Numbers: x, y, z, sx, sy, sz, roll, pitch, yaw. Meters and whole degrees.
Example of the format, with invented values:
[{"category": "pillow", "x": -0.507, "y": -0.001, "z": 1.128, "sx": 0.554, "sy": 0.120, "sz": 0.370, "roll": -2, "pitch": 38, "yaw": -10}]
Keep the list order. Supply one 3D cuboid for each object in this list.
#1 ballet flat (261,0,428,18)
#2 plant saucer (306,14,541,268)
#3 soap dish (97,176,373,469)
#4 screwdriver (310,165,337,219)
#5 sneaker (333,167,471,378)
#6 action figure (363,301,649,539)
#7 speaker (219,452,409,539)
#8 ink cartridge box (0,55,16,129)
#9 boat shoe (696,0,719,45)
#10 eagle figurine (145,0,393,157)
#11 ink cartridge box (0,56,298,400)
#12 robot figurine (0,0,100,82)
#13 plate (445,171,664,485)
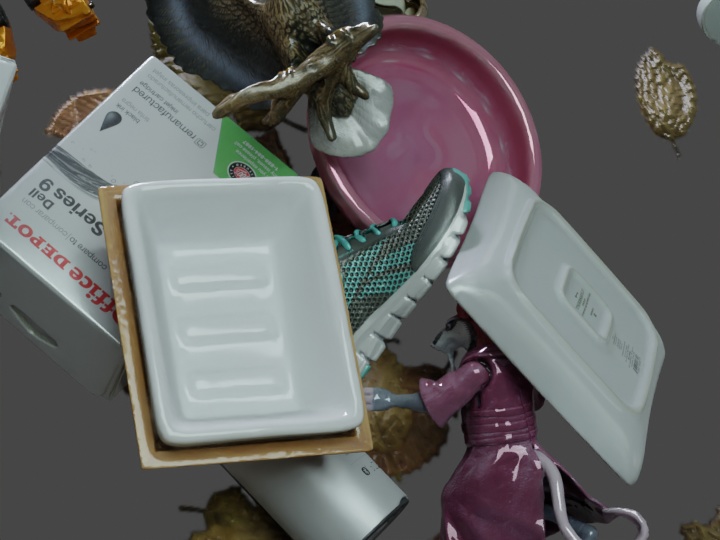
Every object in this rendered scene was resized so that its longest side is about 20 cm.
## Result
[{"category": "ballet flat", "x": -0.041, "y": -0.211, "z": 1.769, "sx": 0.199, "sy": 0.067, "sz": 0.068, "roll": 8, "pitch": 55, "yaw": -11}, {"category": "plant saucer", "x": 0.042, "y": -0.093, "z": 1.728, "sx": 0.200, "sy": 0.051, "sz": 0.201, "roll": 13, "pitch": 64, "yaw": -27}, {"category": "soap dish", "x": -0.087, "y": 0.038, "z": 1.522, "sx": 0.157, "sy": 0.081, "sz": 0.201, "roll": -3, "pitch": 67, "yaw": -19}, {"category": "screwdriver", "x": -0.014, "y": -0.108, "z": 1.758, "sx": 0.029, "sy": 0.028, "sz": 0.200, "roll": 2, "pitch": 51, "yaw": 15}, {"category": "sneaker", "x": 0.000, "y": 0.000, "z": 1.623, "sx": 0.091, "sy": 0.078, "sz": 0.200, "roll": 38, "pitch": 87, "yaw": -9}, {"category": "action figure", "x": 0.096, "y": 0.113, "z": 1.597, "sx": 0.134, "sy": 0.149, "sz": 0.201, "roll": -13, "pitch": 95, "yaw": -41}, {"category": "speaker", "x": -0.062, "y": 0.114, "z": 1.588, "sx": 0.200, "sy": 0.081, "sz": 0.081, "roll": 46, "pitch": 59, "yaw": 8}, {"category": "ink cartridge box", "x": -0.329, "y": -0.057, "z": 1.518, "sx": 0.146, "sy": 0.200, "sz": 0.147, "roll": 21, "pitch": 58, "yaw": -7}, {"category": "boat shoe", "x": 0.368, "y": -0.235, "z": 1.928, "sx": 0.199, "sy": 0.071, "sz": 0.064, "roll": -12, "pitch": 35, "yaw": -15}, {"category": "eagle figurine", "x": -0.055, "y": -0.186, "z": 1.646, "sx": 0.151, "sy": 0.151, "sz": 0.200, "roll": 8, "pitch": 25, "yaw": -27}, {"category": "ink cartridge box", "x": -0.163, "y": -0.030, "z": 1.627, "sx": 0.146, "sy": 0.084, "sz": 0.200, "roll": 39, "pitch": 59, "yaw": 5}, {"category": "robot figurine", "x": -0.282, "y": -0.241, "z": 1.699, "sx": 0.145, "sy": 0.058, "sz": 0.200, "roll": -30, "pitch": 74, "yaw": 0}, {"category": "plate", "x": 0.152, "y": 0.032, "z": 1.647, "sx": 0.200, "sy": 0.032, "sz": 0.200, "roll": 48, "pitch": 26, "yaw": -11}]
